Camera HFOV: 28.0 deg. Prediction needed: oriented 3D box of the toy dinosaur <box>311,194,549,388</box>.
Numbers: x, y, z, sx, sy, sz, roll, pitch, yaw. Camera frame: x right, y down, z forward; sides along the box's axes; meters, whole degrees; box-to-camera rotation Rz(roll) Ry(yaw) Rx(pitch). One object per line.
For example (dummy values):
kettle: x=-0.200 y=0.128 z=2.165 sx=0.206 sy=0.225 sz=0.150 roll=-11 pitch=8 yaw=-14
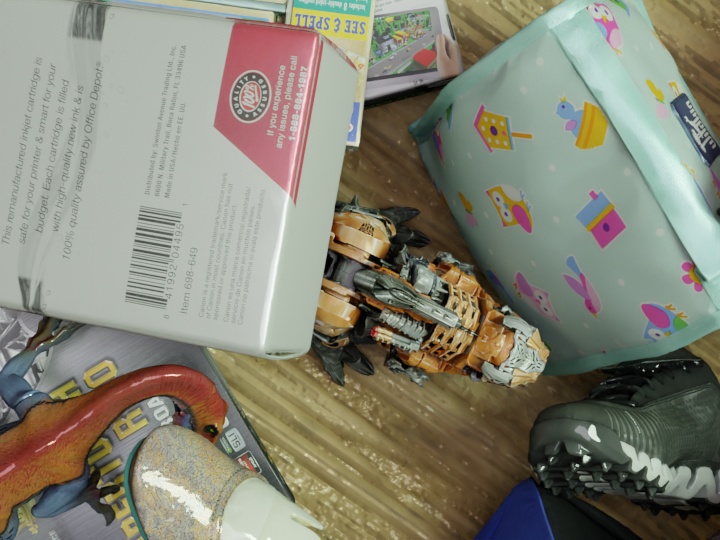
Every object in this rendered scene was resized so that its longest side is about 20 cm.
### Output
toy dinosaur: x=0.000 y=0.000 z=0.743 sx=0.102 sy=0.136 sz=0.200 roll=-44 pitch=92 yaw=-3

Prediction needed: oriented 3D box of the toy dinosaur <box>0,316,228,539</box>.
toy dinosaur: x=-0.155 y=0.103 z=0.681 sx=0.181 sy=0.200 sz=0.105 roll=-26 pitch=109 yaw=28

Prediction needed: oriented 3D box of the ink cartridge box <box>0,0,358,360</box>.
ink cartridge box: x=-0.114 y=-0.047 z=0.676 sx=0.199 sy=0.085 sz=0.146 roll=10 pitch=89 yaw=14

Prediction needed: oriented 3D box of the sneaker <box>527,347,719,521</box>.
sneaker: x=0.142 y=0.075 z=0.745 sx=0.066 sy=0.200 sz=0.091 roll=-6 pitch=73 yaw=34

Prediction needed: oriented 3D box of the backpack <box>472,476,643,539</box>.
backpack: x=0.132 y=0.230 z=0.740 sx=0.200 sy=0.163 sz=0.168 roll=34 pitch=107 yaw=-11

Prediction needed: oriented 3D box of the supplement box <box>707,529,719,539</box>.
supplement box: x=0.220 y=0.155 z=0.652 sx=0.200 sy=0.086 sz=0.111 roll=-24 pitch=88 yaw=-41

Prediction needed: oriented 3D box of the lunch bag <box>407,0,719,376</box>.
lunch bag: x=0.120 y=-0.044 z=0.717 sx=0.122 sy=0.200 sz=0.171 roll=-30 pitch=90 yaw=-11

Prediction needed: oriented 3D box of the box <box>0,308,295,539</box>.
box: x=-0.150 y=0.081 z=0.774 sx=0.158 sy=0.048 sz=0.201 roll=-30 pitch=91 yaw=-4

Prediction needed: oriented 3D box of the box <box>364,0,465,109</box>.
box: x=-0.052 y=-0.132 z=0.792 sx=0.199 sy=0.035 sz=0.111 roll=-15 pitch=90 yaw=-4

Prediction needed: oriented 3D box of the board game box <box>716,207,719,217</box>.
board game box: x=0.266 y=-0.046 z=0.644 sx=0.135 sy=0.028 sz=0.200 roll=44 pitch=66 yaw=2

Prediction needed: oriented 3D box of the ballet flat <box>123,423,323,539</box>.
ballet flat: x=-0.042 y=0.144 z=0.688 sx=0.067 sy=0.200 sz=0.068 roll=-1 pitch=46 yaw=28

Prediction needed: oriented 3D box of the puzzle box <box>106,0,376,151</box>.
puzzle box: x=-0.091 y=-0.140 z=0.760 sx=0.199 sy=0.025 sz=0.134 roll=6 pitch=88 yaw=-4
